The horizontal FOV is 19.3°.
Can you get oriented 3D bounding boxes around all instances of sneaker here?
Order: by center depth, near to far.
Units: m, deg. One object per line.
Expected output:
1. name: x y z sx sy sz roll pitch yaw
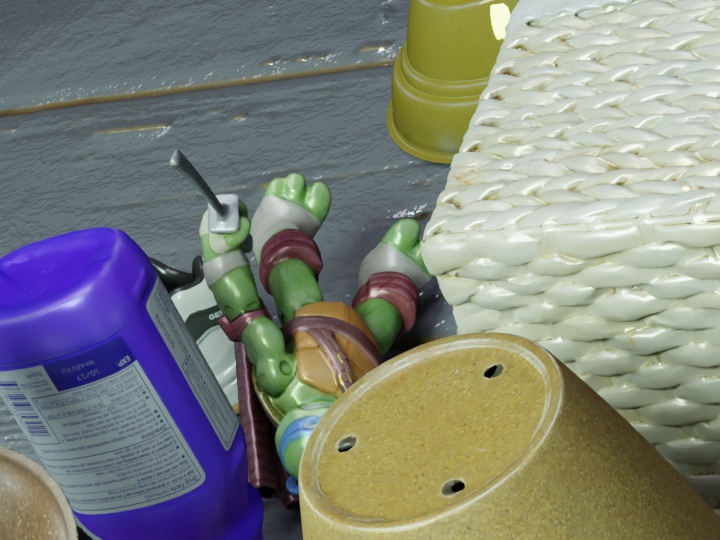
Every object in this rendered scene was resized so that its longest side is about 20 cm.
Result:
1. sneaker: -0.132 0.025 1.140 0.199 0.088 0.076 -4 39 37

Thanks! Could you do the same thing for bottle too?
1. bottle: -0.092 0.077 0.913 0.083 0.201 0.066 -13 33 24

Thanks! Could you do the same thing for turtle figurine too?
1. turtle figurine: 0.000 0.000 1.001 0.142 0.202 0.194 -7 23 3

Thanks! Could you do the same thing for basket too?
1. basket: 0.153 -0.002 0.845 0.198 0.199 0.161 -3 39 34

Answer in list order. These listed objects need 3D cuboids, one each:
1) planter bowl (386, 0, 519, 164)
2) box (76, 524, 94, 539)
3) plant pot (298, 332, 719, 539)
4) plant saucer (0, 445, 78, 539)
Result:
1. planter bowl: 0.091 -0.155 1.241 0.199 0.084 0.201 -21 30 13
2. box: -0.113 0.197 0.745 0.141 0.201 0.079 -40 33 -20
3. plant pot: 0.059 0.128 0.718 0.185 0.201 0.187 -20 31 13
4. plant saucer: -0.167 0.135 0.649 0.199 0.037 0.201 -19 34 13
